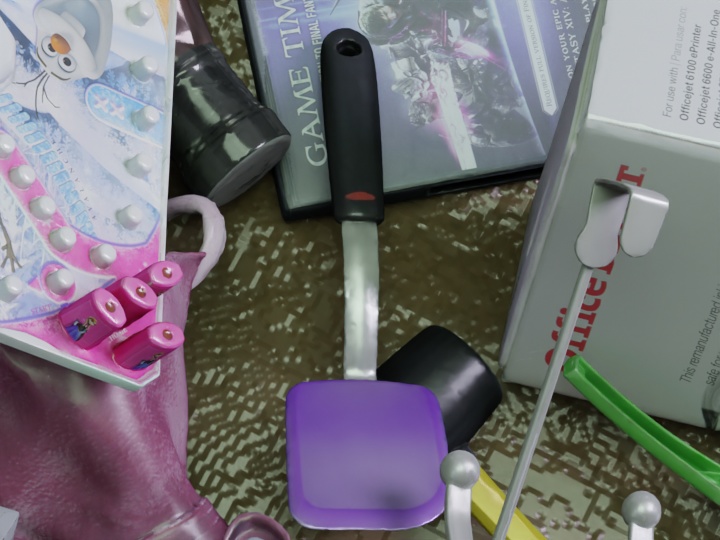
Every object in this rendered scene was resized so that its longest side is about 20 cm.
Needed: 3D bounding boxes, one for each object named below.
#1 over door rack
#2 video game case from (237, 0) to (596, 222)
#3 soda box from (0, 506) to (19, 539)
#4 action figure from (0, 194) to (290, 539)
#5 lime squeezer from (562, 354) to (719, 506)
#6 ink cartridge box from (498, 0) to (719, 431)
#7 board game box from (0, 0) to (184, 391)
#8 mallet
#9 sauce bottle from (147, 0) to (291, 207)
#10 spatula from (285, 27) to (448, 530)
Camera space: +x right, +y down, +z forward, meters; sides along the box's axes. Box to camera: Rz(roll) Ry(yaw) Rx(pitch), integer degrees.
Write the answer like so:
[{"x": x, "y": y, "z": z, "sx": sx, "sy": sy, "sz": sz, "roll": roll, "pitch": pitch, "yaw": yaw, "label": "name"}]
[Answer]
[{"x": 0.107, "y": 0.068, "z": 0.912, "sx": 0.147, "sy": 0.067, "sz": 0.201, "roll": 14, "pitch": 113, "yaw": -19, "label": "over door rack"}, {"x": 0.055, "y": -0.104, "z": 1.057, "sx": 0.198, "sy": 0.019, "sz": 0.144, "roll": -11, "pitch": 75, "yaw": -6, "label": "video game case"}, {"x": -0.166, "y": 0.166, "z": 0.894, "sx": 0.068, "sy": 0.064, "sz": 0.201, "roll": 16, "pitch": 103, "yaw": 0, "label": "soda box"}, {"x": -0.073, "y": 0.098, "z": 0.966, "sx": 0.201, "sy": 0.134, "sz": 0.149, "roll": 54, "pitch": 34, "yaw": -2, "label": "action figure"}, {"x": 0.159, "y": 0.081, "z": 0.983, "sx": 0.199, "sy": 0.071, "sz": 0.038, "roll": 14, "pitch": 59, "yaw": 1, "label": "lime squeezer"}, {"x": 0.159, "y": -0.012, "z": 0.964, "sx": 0.199, "sy": 0.146, "sz": 0.084, "roll": 13, "pitch": 52, "yaw": 0, "label": "ink cartridge box"}, {"x": -0.136, "y": -0.083, "z": 0.899, "sx": 0.199, "sy": 0.026, "sz": 0.201, "roll": 24, "pitch": 51, "yaw": -33, "label": "board game box"}, {"x": 0.062, "y": 0.115, "z": 0.986, "sx": 0.066, "sy": 0.041, "sz": 0.200, "roll": -35, "pitch": 83, "yaw": -14, "label": "mallet"}, {"x": -0.101, "y": -0.109, "z": 1.024, "sx": 0.066, "sy": 0.066, "sz": 0.200, "roll": -36, "pitch": 82, "yaw": -13, "label": "sauce bottle"}, {"x": 0.000, "y": 0.000, "z": 0.985, "sx": 0.056, "sy": 0.021, "sz": 0.201, "roll": 2, "pitch": 62, "yaw": -8, "label": "spatula"}]
